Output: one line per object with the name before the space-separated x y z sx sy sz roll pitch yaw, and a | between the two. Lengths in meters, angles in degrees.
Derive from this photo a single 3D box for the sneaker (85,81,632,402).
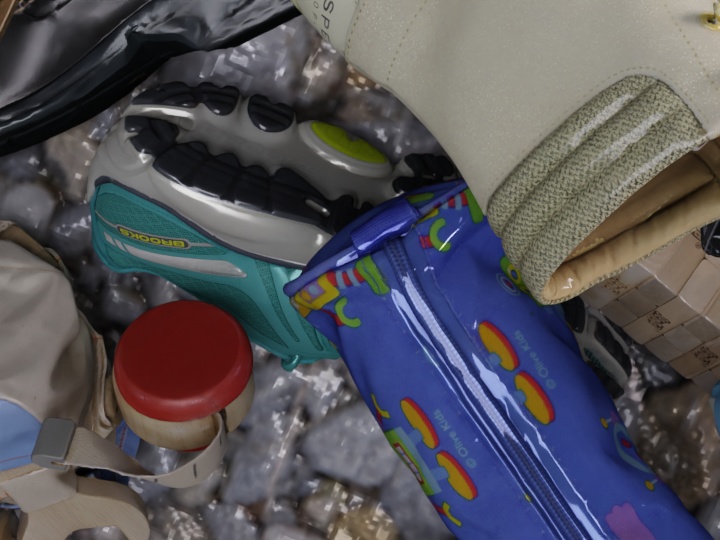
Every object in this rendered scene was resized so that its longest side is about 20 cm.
sneaker | 0.000 0.000 0.936 0.200 0.078 0.080 24 133 -3

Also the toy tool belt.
toy tool belt | -0.128 0.052 0.941 0.200 0.125 0.123 6 144 11

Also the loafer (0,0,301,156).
loafer | -0.099 -0.090 0.918 0.200 0.073 0.072 -26 92 2

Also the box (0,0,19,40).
box | -0.153 -0.156 0.854 0.200 0.021 0.164 35 103 40

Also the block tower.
block tower | 0.167 0.037 0.916 0.200 0.054 0.058 39 70 -5

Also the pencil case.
pencil case | 0.057 0.063 0.835 0.078 0.087 0.200 -33 84 -3

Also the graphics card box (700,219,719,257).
graphics card box | 0.154 -0.109 0.814 0.051 0.126 0.200 13 130 -8

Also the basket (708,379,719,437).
basket | 0.201 0.049 0.783 0.176 0.200 0.139 -20 96 -23

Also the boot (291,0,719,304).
boot | 0.088 -0.100 0.765 0.200 0.072 0.155 -39 62 3
